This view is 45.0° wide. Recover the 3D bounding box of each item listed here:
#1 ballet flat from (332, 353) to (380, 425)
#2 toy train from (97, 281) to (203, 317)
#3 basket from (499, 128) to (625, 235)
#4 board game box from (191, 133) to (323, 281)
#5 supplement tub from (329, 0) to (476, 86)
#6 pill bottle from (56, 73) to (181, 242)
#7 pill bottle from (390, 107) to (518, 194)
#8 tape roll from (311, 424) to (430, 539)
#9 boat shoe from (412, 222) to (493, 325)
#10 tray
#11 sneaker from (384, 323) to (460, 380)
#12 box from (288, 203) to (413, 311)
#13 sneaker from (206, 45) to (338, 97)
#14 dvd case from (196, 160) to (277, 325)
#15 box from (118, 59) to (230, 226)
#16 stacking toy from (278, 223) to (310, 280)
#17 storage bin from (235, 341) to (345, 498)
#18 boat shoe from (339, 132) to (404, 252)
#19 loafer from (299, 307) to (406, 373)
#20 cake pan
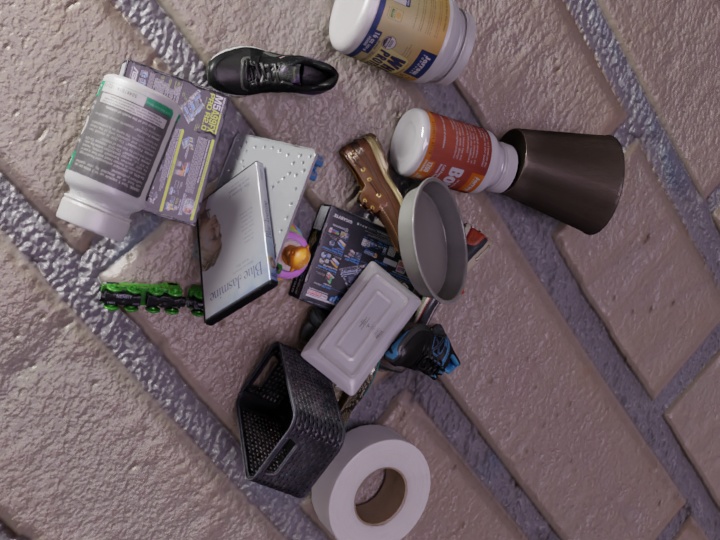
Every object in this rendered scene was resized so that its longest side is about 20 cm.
[{"bbox_3d":[-0.035,0.199,1.397,0.075,0.068,0.202,6,122,-37],"label":"ballet flat"},{"bbox_3d":[-0.290,0.039,1.291,0.198,0.056,0.042,6,110,-27],"label":"toy train"},{"bbox_3d":[0.340,-0.169,1.526,0.197,0.136,0.183,10,90,-23],"label":"basket"},{"bbox_3d":[-0.152,-0.090,1.263,0.026,0.199,0.202,22,88,-44],"label":"board game box"},{"bbox_3d":[0.066,-0.378,1.352,0.198,0.144,0.146,15,91,-26],"label":"supplement tub"},{"bbox_3d":[-0.326,-0.148,1.166,0.112,0.113,0.202,23,87,-26],"label":"pill bottle"},{"bbox_3d":[0.158,-0.191,1.441,0.198,0.112,0.114,11,93,-26],"label":"pill bottle"},{"bbox_3d":[0.018,0.368,1.468,0.200,0.071,0.205,-9,108,-29],"label":"tape roll"},{"bbox_3d":[0.157,0.015,1.491,0.062,0.071,0.201,34,77,-8],"label":"boat shoe"},{"bbox_3d":[0.005,0.086,1.363,0.107,0.022,0.201,38,68,0],"label":"tray"},{"bbox_3d":[0.109,0.136,1.428,0.073,0.082,0.199,-43,162,23],"label":"sneaker"},{"bbox_3d":[0.000,0.000,1.430,0.198,0.046,0.161,21,88,-27],"label":"box"},{"bbox_3d":[-0.128,-0.300,1.301,0.197,0.087,0.077,-5,100,-25],"label":"sneaker"},{"bbox_3d":[-0.180,-0.039,1.239,0.017,0.142,0.202,22,49,-45],"label":"dvd case"},{"bbox_3d":[-0.292,-0.183,1.265,0.158,0.044,0.203,15,91,-27],"label":"box"},{"bbox_3d":[-0.116,-0.028,1.284,0.110,0.199,0.117,40,80,-25],"label":"stacking toy"},{"bbox_3d":[-0.109,0.222,1.312,0.093,0.201,0.136,26,112,-26],"label":"storage bin"},{"bbox_3d":[0.026,-0.118,1.397,0.067,0.072,0.202,-21,84,-10],"label":"boat shoe"},{"bbox_3d":[-0.010,0.127,1.442,0.198,0.072,0.063,28,110,-21],"label":"loafer"},{"bbox_3d":[0.115,-0.045,1.381,0.200,0.036,0.203,23,63,-57],"label":"cake pan"}]
